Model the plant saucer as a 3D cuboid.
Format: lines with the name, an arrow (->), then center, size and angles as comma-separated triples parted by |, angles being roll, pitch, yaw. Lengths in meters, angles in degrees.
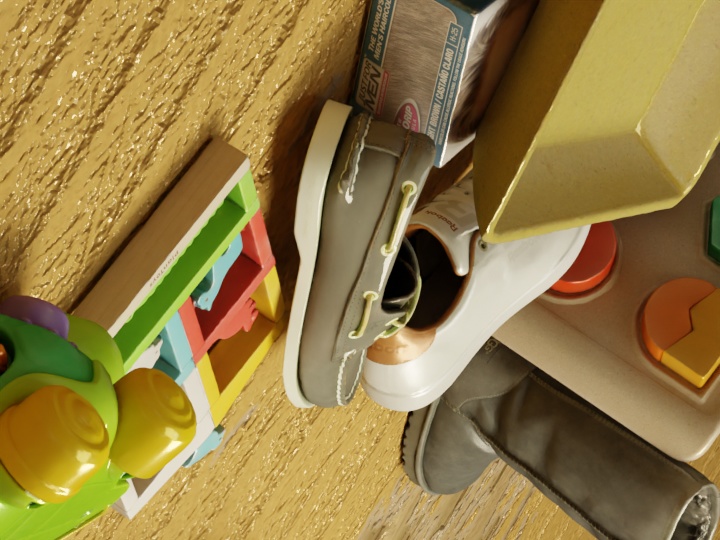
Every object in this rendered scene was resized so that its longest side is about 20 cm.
plant saucer -> 0.139, -0.117, 1.371 | 0.200, 0.048, 0.201 | -12, 135, -53

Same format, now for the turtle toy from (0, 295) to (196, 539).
turtle toy -> -0.146, 0.066, 1.082 | 0.146, 0.101, 0.200 | -40, 170, 19

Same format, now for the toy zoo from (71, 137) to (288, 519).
toy zoo -> -0.086, 0.037, 1.310 | 0.131, 0.020, 0.200 | -52, 160, -18

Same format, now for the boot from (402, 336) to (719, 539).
boot -> 0.122, 0.126, 1.683 | 0.073, 0.200, 0.182 | -47, 158, -26

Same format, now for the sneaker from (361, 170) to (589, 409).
sneaker -> 0.067, -0.020, 1.501 | 0.200, 0.073, 0.085 | -54, 154, -25

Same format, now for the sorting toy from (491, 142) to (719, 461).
sorting toy -> 0.173, -0.017, 1.619 | 0.200, 0.185, 0.037 | -52, 167, -16

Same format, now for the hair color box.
hair color box -> 0.080, -0.146, 1.386 | 0.200, 0.060, 0.100 | -41, 154, -40

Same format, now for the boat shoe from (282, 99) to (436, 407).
boat shoe -> -0.001, 0.002, 1.373 | 0.202, 0.060, 0.072 | 96, 9, -48
